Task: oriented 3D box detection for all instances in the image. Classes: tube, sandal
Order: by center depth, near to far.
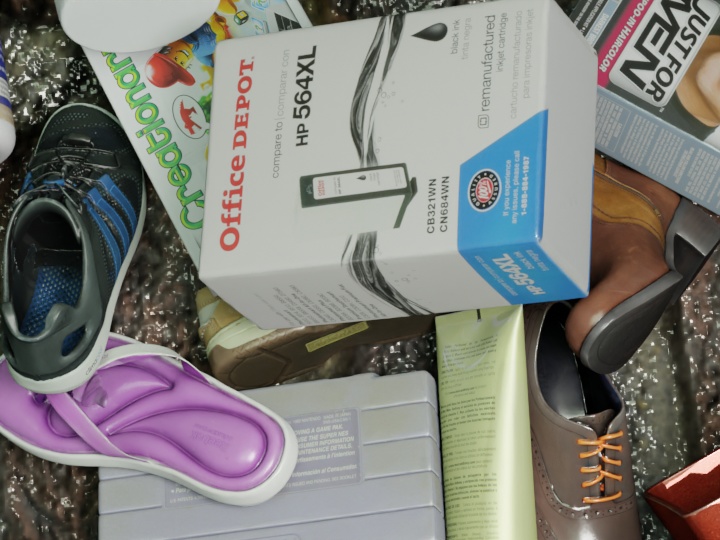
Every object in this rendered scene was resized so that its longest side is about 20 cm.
[{"bbox_3d":[0.073,0.118,1.539,0.058,0.052,0.201,-6,80,11],"label":"tube"},{"bbox_3d":[-0.128,0.074,1.566,0.202,0.050,0.083,13,69,22],"label":"sandal"}]

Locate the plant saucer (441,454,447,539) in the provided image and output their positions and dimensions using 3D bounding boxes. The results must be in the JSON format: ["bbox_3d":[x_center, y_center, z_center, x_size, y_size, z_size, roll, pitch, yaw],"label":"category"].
[{"bbox_3d":[0.016,0.199,1.573,0.199,0.032,0.201,-1,80,5],"label":"plant saucer"}]

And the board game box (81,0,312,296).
[{"bbox_3d":[-0.075,-0.098,1.609,0.126,0.035,0.200,-29,65,-1],"label":"board game box"}]

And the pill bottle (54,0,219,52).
[{"bbox_3d":[-0.147,-0.235,1.600,0.116,0.116,0.201,-16,64,1],"label":"pill bottle"}]

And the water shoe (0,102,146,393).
[{"bbox_3d":[-0.164,-0.027,1.575,0.071,0.079,0.201,-1,55,4],"label":"water shoe"}]

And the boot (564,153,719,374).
[{"bbox_3d":[0.093,-0.041,1.543,0.200,0.188,0.069,35,128,8],"label":"boot"}]

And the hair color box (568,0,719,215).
[{"bbox_3d":[0.207,-0.093,1.577,0.200,0.061,0.099,29,61,7],"label":"hair color box"}]

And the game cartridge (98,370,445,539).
[{"bbox_3d":[-0.051,0.128,1.565,0.199,0.038,0.130,-8,60,13],"label":"game cartridge"}]

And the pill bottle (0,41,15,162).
[{"bbox_3d":[-0.271,-0.156,1.616,0.115,0.116,0.201,-10,79,2],"label":"pill bottle"}]

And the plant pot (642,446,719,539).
[{"bbox_3d":[0.291,0.152,1.487,0.200,0.200,0.177,-30,90,-1],"label":"plant pot"}]

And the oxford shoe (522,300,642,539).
[{"bbox_3d":[0.121,0.113,1.551,0.071,0.073,0.201,-15,79,-22],"label":"oxford shoe"}]

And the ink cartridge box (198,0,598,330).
[{"bbox_3d":[0.020,-0.056,1.484,0.199,0.084,0.146,-7,67,23],"label":"ink cartridge box"}]

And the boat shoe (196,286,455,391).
[{"bbox_3d":[0.000,0.000,1.593,0.199,0.072,0.076,-17,60,-5],"label":"boat shoe"}]
